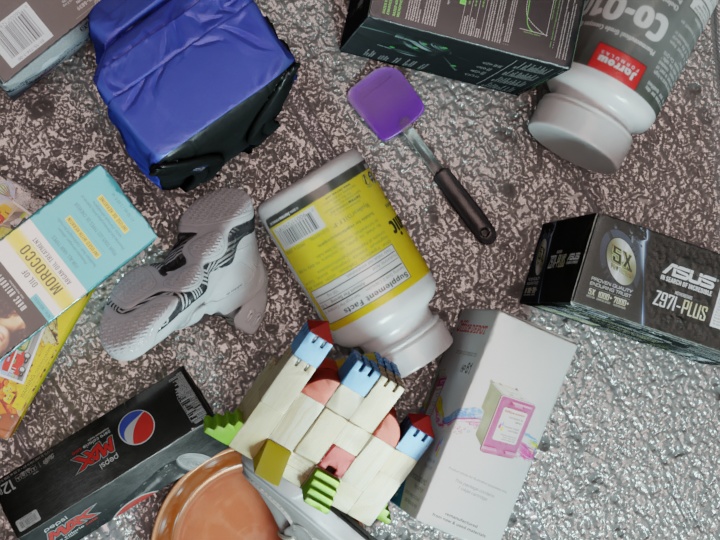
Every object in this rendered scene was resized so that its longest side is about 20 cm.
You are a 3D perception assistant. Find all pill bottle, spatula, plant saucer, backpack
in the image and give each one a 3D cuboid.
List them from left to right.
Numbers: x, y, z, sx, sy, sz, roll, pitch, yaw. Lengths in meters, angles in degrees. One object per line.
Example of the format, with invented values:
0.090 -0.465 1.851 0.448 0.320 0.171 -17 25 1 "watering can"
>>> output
-0.147 -0.168 1.232 0.162 0.200 0.168 -31 84 -7 "backpack"
-0.096 0.259 1.313 0.199 0.032 0.202 0 88 -10 "plant saucer"
0.000 0.000 1.295 0.111 0.111 0.201 -31 94 -9 "pill bottle"
0.067 -0.106 1.354 0.056 0.021 0.200 -38 97 4 "spatula"
0.246 -0.201 1.340 0.114 0.114 0.201 29 84 -8 "pill bottle"

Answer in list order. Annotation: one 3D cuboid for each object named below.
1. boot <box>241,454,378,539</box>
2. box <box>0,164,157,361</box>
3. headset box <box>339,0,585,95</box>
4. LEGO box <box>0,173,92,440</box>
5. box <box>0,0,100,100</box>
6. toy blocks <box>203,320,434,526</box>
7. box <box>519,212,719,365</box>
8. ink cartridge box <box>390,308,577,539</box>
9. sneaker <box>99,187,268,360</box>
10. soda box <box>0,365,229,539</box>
-0.050 0.252 1.270 0.200 0.074 0.096 41 91 1 "boot"
-0.275 0.002 1.201 0.200 0.049 0.082 -39 96 -10 "box"
0.082 -0.235 1.284 0.199 0.174 0.093 12 87 -8 "headset box"
-0.326 0.025 1.256 0.148 0.077 0.201 29 84 -8 "LEGO box"
-0.274 -0.264 1.255 0.200 0.115 0.132 -40 96 -7 "box"
-0.017 0.126 1.240 0.200 0.100 0.137 32 102 -16 "toy blocks"
0.271 0.021 1.314 0.199 0.164 0.087 18 86 -8 "box"
0.108 0.138 1.292 0.084 0.145 0.201 24 85 -8 "ink cartridge box"
-0.145 0.029 1.252 0.200 0.075 0.115 -55 140 -35 "sneaker"
-0.221 0.173 1.265 0.199 0.071 0.063 -31 60 -8 "soda box"
